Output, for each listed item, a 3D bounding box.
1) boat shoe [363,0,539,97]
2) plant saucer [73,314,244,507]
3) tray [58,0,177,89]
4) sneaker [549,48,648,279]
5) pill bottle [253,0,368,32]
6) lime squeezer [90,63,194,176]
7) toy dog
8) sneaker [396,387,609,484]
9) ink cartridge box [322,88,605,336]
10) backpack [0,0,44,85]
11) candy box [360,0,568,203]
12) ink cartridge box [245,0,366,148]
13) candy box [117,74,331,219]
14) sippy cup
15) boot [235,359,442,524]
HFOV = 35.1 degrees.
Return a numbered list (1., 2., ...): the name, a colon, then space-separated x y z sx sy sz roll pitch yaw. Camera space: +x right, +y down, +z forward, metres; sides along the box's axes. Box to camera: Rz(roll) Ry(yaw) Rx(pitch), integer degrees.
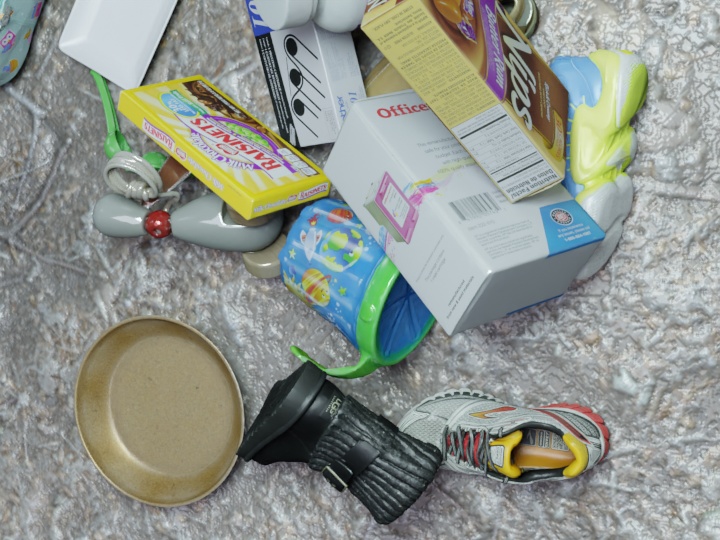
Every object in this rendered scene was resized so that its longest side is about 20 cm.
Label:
1. boat shoe: 0.065 -0.192 1.027 0.200 0.076 0.072 -37 85 21
2. plant saucer: -0.205 0.144 1.185 0.199 0.035 0.202 2 97 19
3. tray: -0.226 -0.291 1.150 0.107 0.022 0.201 31 105 13
4. sneaker: 0.187 -0.098 1.006 0.105 0.076 0.201 17 100 34
5. pill bottle: 0.009 -0.264 0.958 0.199 0.112 0.113 -19 89 -22
6. lime squeezer: -0.216 -0.127 1.165 0.200 0.038 0.071 36 75 14
7. toy dog: -0.152 -0.067 1.109 0.199 0.097 0.132 21 137 -3
8. sneaker: 0.123 0.153 1.042 0.199 0.082 0.078 -3 97 22
9. ink cartridge box: 0.084 -0.060 0.966 0.200 0.144 0.085 54 139 25
10. backpack: -0.417 -0.287 1.155 0.175 0.153 0.201 25 111 10
11. candy box: 0.089 -0.163 0.895 0.056 0.117 0.200 -24 126 32
12. ink cartridge box: -0.054 -0.217 1.048 0.094 0.044 0.201 -1 107 51
13. candy box: -0.129 -0.120 1.066 0.200 0.102 0.027 39 132 28
14. sippy cup: 0.000 0.000 1.051 0.130 0.178 0.140 27 141 26
15. boot: -0.026 0.173 1.072 0.157 0.211 0.080 35 66 -6
